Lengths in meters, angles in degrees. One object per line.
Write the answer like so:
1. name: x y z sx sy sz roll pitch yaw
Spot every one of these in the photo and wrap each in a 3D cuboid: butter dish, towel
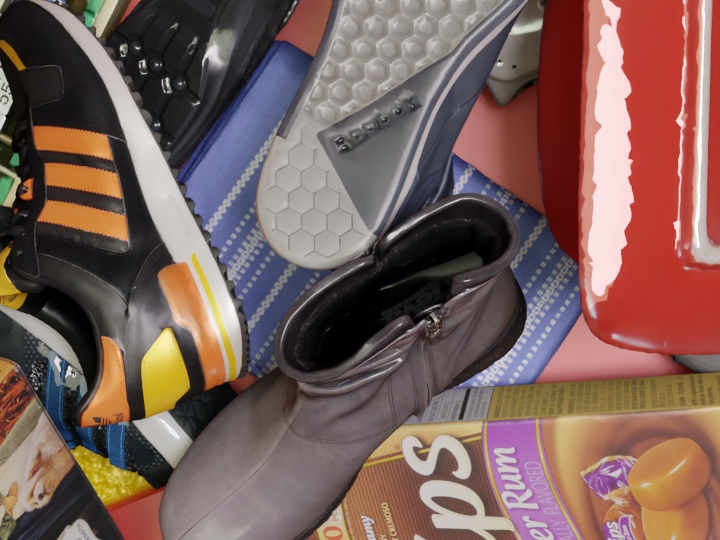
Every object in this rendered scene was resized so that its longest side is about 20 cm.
1. butter dish: 0.141 -0.069 0.690 0.199 0.148 0.200 1 91 -29
2. towel: 0.000 0.000 0.805 0.200 0.024 0.145 35 91 -1

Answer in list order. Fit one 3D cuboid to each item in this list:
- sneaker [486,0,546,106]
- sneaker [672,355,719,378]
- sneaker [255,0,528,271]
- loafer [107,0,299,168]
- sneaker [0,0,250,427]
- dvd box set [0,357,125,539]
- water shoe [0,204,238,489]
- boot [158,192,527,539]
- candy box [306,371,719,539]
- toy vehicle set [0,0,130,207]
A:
1. sneaker: 0.091 -0.120 0.775 0.200 0.074 0.089 3 98 9
2. sneaker: 0.196 -0.037 0.767 0.082 0.075 0.200 30 93 -1
3. sneaker: 0.025 -0.089 0.721 0.077 0.146 0.203 31 90 9
4. loafer: -0.064 -0.118 0.778 0.068 0.070 0.201 39 110 21
5. sneaker: -0.127 -0.027 0.717 0.090 0.070 0.200 -25 76 -20
6. dvd box set: -0.186 0.154 0.708 0.029 0.200 0.146 10 137 36
7. water shoe: -0.128 0.055 0.785 0.079 0.072 0.200 -41 100 22
8. boot: -0.018 0.046 0.679 0.200 0.132 0.070 -44 75 -1
9. candy box: 0.075 0.114 0.765 0.200 0.056 0.117 -5 104 11
10. toy vehicle set: -0.197 -0.100 0.803 0.124 0.027 0.200 27 93 1
